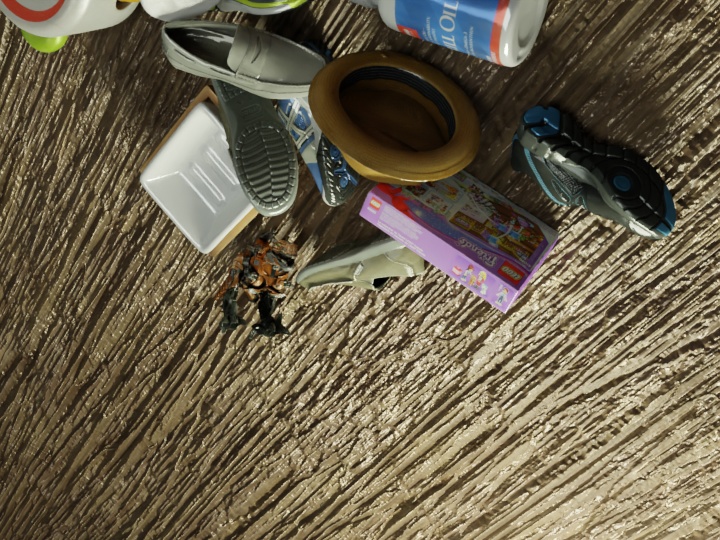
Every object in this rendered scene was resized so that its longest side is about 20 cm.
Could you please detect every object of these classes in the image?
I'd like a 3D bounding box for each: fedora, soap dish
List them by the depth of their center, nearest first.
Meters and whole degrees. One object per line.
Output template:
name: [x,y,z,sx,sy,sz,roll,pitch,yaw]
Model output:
fedora: [0.033,-0.155,1.154,0.199,0.201,0.082,32,143,12]
soap dish: [-0.188,-0.132,1.373,0.158,0.081,0.200,49,132,-2]

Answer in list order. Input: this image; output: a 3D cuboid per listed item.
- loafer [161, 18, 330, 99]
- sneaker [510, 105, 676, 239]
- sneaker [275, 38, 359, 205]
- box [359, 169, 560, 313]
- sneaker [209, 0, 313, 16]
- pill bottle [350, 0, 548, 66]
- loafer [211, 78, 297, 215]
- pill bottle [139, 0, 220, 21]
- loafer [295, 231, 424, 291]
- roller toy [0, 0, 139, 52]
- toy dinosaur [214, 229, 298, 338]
loafer: [-0.130,-0.241,1.178,0.197,0.070,0.071,10,81,7]
sneaker: [0.250,-0.097,1.129,0.199,0.073,0.082,40,148,13]
sneaker: [-0.054,-0.177,1.271,0.076,0.075,0.202,-2,107,41]
box: [0.115,-0.052,1.188,0.199,0.137,0.039,35,131,11]
sneaker: [-0.122,-0.343,1.208,0.198,0.074,0.082,9,119,27]
pill bottle: [0.086,-0.291,1.075,0.198,0.112,0.113,22,128,21]
loafer: [-0.123,-0.157,1.243,0.070,0.074,0.202,102,153,-75]
pill bottle: [-0.229,-0.393,1.183,0.111,0.110,0.201,-47,61,42]
loafer: [0.000,0.000,1.337,0.199,0.075,0.070,-16,104,39]
roller toy: [-0.358,-0.388,1.286,0.199,0.140,0.184,-22,96,34]
toy dinosaur: [-0.143,0.019,1.437,0.101,0.138,0.200,5,163,-13]
